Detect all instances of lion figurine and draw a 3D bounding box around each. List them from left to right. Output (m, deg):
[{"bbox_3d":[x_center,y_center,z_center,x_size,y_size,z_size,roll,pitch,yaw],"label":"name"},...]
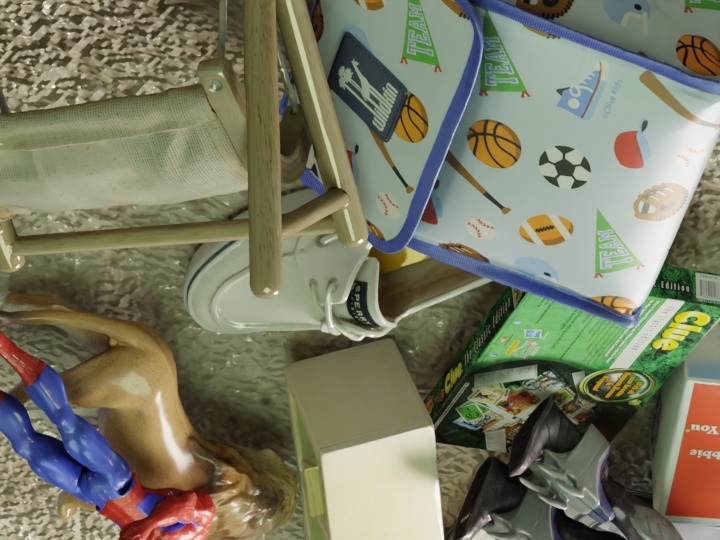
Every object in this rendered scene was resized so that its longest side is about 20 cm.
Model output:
[{"bbox_3d":[-0.116,0.080,1.588,0.122,0.073,0.200,-1,143,22],"label":"lion figurine"}]

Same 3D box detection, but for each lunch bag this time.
[{"bbox_3d":[0.068,-0.086,1.401,0.200,0.124,0.170,22,133,2],"label":"lunch bag"}]

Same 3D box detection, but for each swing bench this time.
[{"bbox_3d":[-0.120,-0.090,1.357,0.199,0.130,0.200,-4,101,21],"label":"swing bench"}]

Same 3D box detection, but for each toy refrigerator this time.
[{"bbox_3d":[0.003,0.141,1.629,0.070,0.076,0.200,-14,132,-10],"label":"toy refrigerator"}]

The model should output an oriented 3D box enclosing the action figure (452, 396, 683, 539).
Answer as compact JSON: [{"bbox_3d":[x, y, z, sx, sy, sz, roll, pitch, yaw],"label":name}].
[{"bbox_3d":[0.153,0.154,1.575,0.200,0.069,0.130,31,132,-11],"label":"action figure"}]

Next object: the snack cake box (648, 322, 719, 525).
[{"bbox_3d":[0.261,0.080,1.589,0.200,0.067,0.115,4,136,-2],"label":"snack cake box"}]

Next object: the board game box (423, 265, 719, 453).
[{"bbox_3d":[0.107,0.047,1.547,0.105,0.023,0.200,11,151,-13],"label":"board game box"}]

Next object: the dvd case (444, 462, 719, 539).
[{"bbox_3d":[0.151,0.164,1.680,0.200,0.016,0.149,15,149,-13],"label":"dvd case"}]

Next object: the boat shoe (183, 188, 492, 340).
[{"bbox_3d":[0.000,0.000,1.514,0.200,0.070,0.071,-16,131,15],"label":"boat shoe"}]

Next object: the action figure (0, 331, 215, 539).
[{"bbox_3d":[-0.144,0.122,1.534,0.200,0.099,0.065,40,127,-24],"label":"action figure"}]
